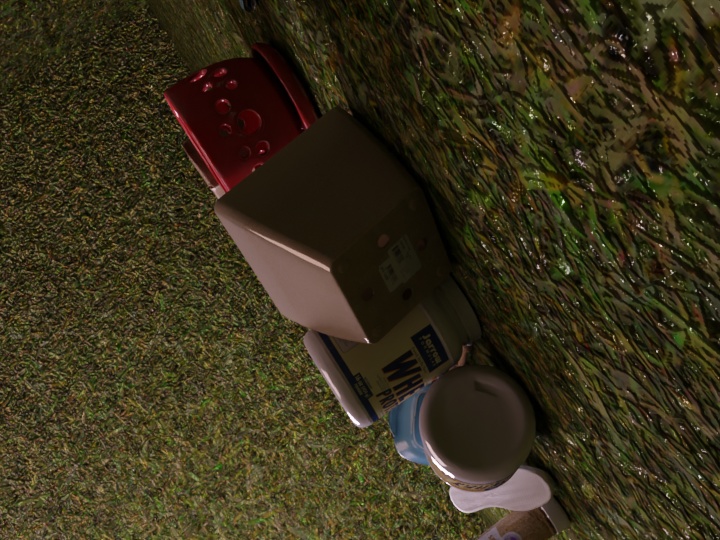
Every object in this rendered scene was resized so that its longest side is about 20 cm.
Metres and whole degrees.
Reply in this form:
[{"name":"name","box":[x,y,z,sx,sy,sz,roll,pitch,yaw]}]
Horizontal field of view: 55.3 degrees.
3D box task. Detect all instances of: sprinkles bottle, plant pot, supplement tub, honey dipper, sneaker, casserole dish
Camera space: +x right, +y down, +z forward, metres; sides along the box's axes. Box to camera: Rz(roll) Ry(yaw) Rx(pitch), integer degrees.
[{"name":"sprinkles bottle","box":[0.234,0.431,1.088,0.069,0.199,0.068,54,174,9]},{"name":"plant pot","box":[-0.168,-0.225,1.038,0.202,0.181,0.201,57,174,9]},{"name":"supplement tub","box":[0.041,0.090,0.889,0.146,0.199,0.145,56,174,9]},{"name":"honey dipper","box":[0.153,0.140,1.043,0.038,0.038,0.201,54,171,24]},{"name":"supplement tub","box":[0.152,0.216,0.916,0.145,0.144,0.200,54,174,22]},{"name":"sneaker","box":[0.244,0.327,1.094,0.199,0.115,0.075,-27,85,49]},{"name":"casserole dish","box":[0.140,0.240,1.055,0.039,0.197,0.123,145,136,-62]},{"name":"plant pot","box":[-0.013,-0.035,0.797,0.177,0.200,0.201,34,158,46]}]

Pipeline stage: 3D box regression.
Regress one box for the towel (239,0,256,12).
[{"name":"towel","box":[-0.207,-0.460,0.920,0.201,0.022,0.147,56,173,15]}]

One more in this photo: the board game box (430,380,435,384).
[{"name":"board game box","box":[0.146,0.246,1.285,0.146,0.065,0.200,30,165,18]}]

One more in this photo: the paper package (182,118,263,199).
[{"name":"paper package","box":[-0.196,-0.212,1.237,0.104,0.199,0.191,56,174,6]}]
